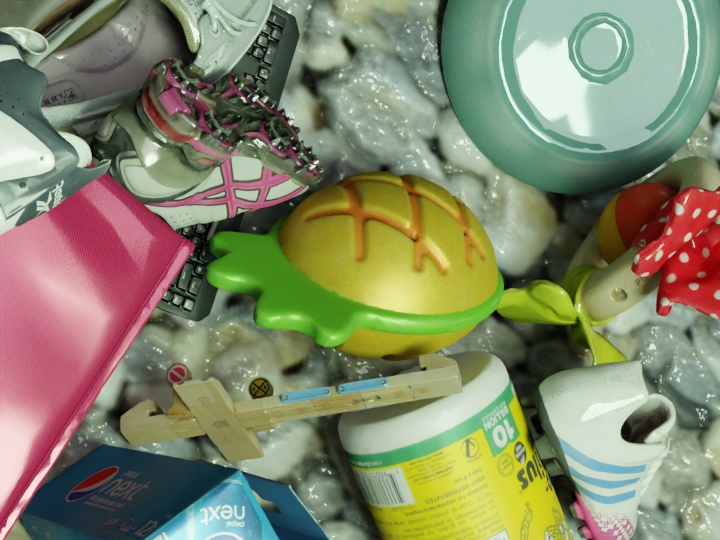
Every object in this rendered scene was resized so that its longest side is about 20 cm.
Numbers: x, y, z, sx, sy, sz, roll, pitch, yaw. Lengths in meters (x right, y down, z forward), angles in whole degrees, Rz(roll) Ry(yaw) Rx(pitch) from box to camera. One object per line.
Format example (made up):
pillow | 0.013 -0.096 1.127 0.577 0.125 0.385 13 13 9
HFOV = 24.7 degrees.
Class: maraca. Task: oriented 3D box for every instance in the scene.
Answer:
maraca | 0.000 0.000 0.974 0.199 0.137 0.108 -11 125 -43

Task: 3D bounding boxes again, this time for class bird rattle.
bird rattle | 0.177 -0.017 1.051 0.112 0.200 0.164 35 43 -6

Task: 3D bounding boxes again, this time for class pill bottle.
pill bottle | 0.071 0.163 1.021 0.112 0.112 0.202 -27 101 -27

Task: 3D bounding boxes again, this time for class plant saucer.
plant saucer | 0.153 -0.148 1.079 0.197 0.036 0.203 -2 102 -10

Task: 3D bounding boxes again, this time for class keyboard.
keyboard | -0.099 -0.078 0.975 0.103 0.039 0.202 22 77 -28

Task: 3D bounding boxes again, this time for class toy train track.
toy train track | -0.041 0.068 0.950 0.198 0.115 0.033 -9 61 8

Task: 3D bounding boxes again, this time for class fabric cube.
fabric cube | -0.239 0.010 0.802 0.199 0.199 0.197 40 69 -22

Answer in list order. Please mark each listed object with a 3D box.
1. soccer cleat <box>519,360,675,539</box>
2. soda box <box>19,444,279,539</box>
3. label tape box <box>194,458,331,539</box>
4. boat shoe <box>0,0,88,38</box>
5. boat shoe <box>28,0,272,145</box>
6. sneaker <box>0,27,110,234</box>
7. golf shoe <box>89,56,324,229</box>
soccer cleat | 0.166 0.120 1.045 0.200 0.085 0.070 56 16 -56
soda box | -0.114 0.141 0.867 0.068 0.199 0.065 -35 105 -25
label tape box | -0.030 0.208 0.945 0.063 0.144 0.201 -45 108 -20
boat shoe | -0.189 -0.162 0.910 0.076 0.072 0.200 51 55 -7
boat shoe | -0.122 -0.127 0.918 0.201 0.065 0.075 -34 90 -30
sneaker | -0.165 -0.015 0.685 0.128 0.079 0.202 -1 78 -22
golf shoe | -0.091 -0.063 0.927 0.073 0.092 0.200 56 17 16
